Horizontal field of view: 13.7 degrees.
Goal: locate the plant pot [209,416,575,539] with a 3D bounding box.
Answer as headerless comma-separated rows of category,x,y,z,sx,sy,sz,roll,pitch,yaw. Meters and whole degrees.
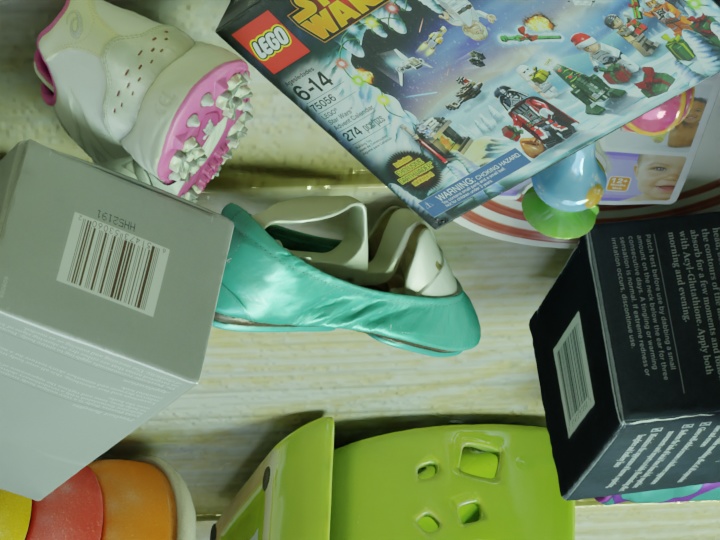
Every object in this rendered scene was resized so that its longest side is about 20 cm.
plant pot,0.010,0.203,1.798,0.181,0.199,0.200,10,153,-15

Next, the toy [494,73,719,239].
toy,0.109,-0.080,1.311,0.115,0.047,0.200,1,145,-10

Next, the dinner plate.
dinner plate,0.129,-0.062,1.432,0.200,0.024,0.200,-3,157,-2

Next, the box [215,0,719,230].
box,0.053,-0.106,1.231,0.137,0.040,0.200,41,136,-19

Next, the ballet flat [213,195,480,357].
ballet flat,0.000,0.000,1.486,0.200,0.067,0.070,7,116,-44

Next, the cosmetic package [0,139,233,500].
cosmetic package,-0.147,0.028,1.330,0.107,0.090,0.200,21,155,-21

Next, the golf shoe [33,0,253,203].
golf shoe,-0.098,-0.074,1.330,0.091,0.075,0.200,34,166,3

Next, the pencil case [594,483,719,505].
pencil case,0.225,0.092,1.711,0.200,0.085,0.092,0,171,-11

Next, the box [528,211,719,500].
box,0.203,0.039,1.530,0.200,0.107,0.148,-5,162,-10

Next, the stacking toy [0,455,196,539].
stacking toy,-0.209,0.153,1.726,0.200,0.146,0.146,22,146,-30
